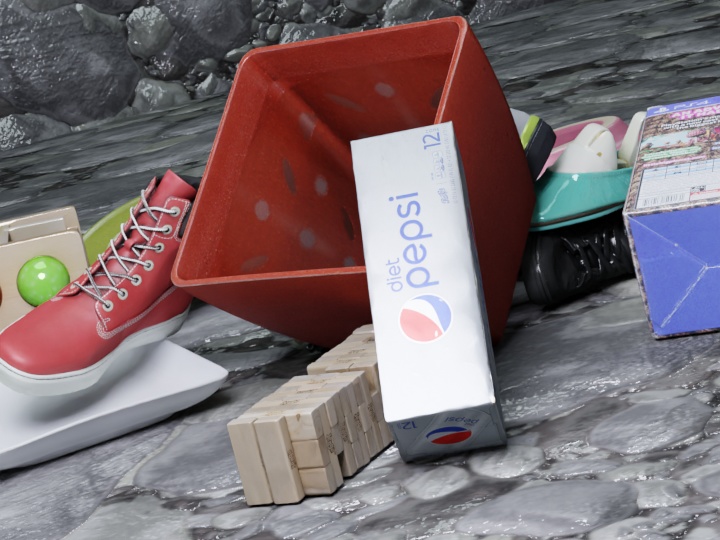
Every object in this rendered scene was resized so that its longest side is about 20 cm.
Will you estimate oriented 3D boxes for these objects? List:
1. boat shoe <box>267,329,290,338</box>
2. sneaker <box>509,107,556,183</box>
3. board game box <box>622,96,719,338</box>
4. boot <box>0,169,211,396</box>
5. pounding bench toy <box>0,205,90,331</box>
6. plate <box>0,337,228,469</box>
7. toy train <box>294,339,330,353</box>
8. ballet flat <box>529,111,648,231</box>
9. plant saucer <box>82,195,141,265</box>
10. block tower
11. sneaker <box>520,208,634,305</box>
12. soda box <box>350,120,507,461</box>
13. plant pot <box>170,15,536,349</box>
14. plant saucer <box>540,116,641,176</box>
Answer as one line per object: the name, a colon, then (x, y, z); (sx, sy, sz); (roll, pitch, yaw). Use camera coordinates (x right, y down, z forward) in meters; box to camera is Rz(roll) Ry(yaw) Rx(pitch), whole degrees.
boat shoe: (-0.030, 0.014, 1.651); (0.069, 0.071, 0.200); (-16, 6, 36)
sneaker: (0.081, -0.074, 1.589); (0.200, 0.083, 0.072); (-55, 8, 52)
board game box: (0.280, -0.048, 1.441); (0.159, 0.097, 0.200); (-8, 23, 17)
boot: (-0.178, 0.000, 1.456); (0.072, 0.144, 0.200); (35, 35, 18)
pounding bench toy: (-0.241, 0.022, 1.667); (0.200, 0.124, 0.156); (-13, 11, -7)
plate: (-0.222, 0.092, 1.490); (0.200, 0.032, 0.200); (-18, 19, -28)
toy train: (0.000, 0.000, 1.605); (0.034, 0.046, 0.200); (-42, 6, 42)
ballet flat: (0.200, -0.084, 1.575); (0.200, 0.070, 0.067); (-15, 17, -26)
plant saucer: (-0.201, -0.018, 1.866); (0.200, 0.031, 0.200); (-23, 29, 13)
block tower: (-0.010, 0.086, 1.287); (0.054, 0.058, 0.200); (-6, 14, 27)
sneaker: (0.200, -0.023, 1.590); (0.104, 0.060, 0.200); (-12, 7, 26)
soda box: (0.041, 0.012, 1.256); (0.068, 0.200, 0.063); (-11, -29, 6)
plant pot: (0.017, -0.040, 1.464); (0.200, 0.200, 0.176); (-5, -32, 36)
plant saucer: (0.155, -0.082, 1.736); (0.200, 0.051, 0.201); (-21, 9, 3)
